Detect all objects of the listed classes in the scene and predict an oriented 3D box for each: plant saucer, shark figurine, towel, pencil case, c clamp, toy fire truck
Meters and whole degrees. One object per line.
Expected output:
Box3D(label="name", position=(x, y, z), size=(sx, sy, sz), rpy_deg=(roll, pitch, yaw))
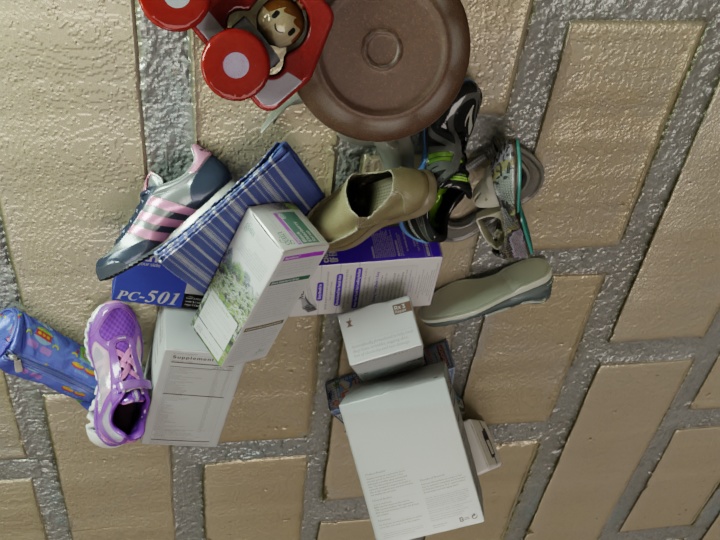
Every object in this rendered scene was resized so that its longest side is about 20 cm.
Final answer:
Box3D(label="plant saucer", position=(0.021, -0.233, 0.899), size=(0.199, 0.037, 0.201), rpy_deg=(-1, 107, -4))
Box3D(label="shark figurine", position=(0.001, -0.165, 0.978), size=(0.214, 0.090, 0.128), rpy_deg=(23, 120, -29))
Box3D(label="towel", position=(-0.139, -0.057, 1.024), size=(0.200, 0.024, 0.145), rpy_deg=(-41, 154, 0))
Box3D(label="pencil case", position=(-0.411, 0.127, 1.153), size=(0.078, 0.087, 0.200), rpy_deg=(-47, 128, 7))
Box3D(label="c clamp", position=(0.133, -0.106, 1.101), size=(0.199, 0.027, 0.171), rpy_deg=(-29, 131, 14))
Box3D(label="toy fire truck", position=(-0.110, -0.267, 0.829), size=(0.168, 0.112, 0.200), rpy_deg=(-41, 108, 4))

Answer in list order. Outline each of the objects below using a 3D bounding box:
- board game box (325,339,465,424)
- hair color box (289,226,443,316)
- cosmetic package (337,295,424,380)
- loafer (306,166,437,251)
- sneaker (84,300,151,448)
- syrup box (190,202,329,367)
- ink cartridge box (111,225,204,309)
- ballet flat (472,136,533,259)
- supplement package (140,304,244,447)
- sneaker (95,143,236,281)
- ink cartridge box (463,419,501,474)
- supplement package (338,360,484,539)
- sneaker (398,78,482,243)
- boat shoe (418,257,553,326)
Box3D(label="board game box", position=(0.082, 0.202, 1.349), size=(0.199, 0.062, 0.200), rpy_deg=(-31, 131, 16))
Box3D(label="hair color box", position=(0.000, 0.000, 1.133), size=(0.199, 0.065, 0.110), rpy_deg=(-5, 143, -11))
Box3D(label="cosmetic package", position=(0.032, 0.098, 1.174), size=(0.101, 0.074, 0.200), rpy_deg=(-16, 167, 2))
Box3D(label="loafer", position=(-0.002, -0.080, 1.016), size=(0.200, 0.076, 0.067), rpy_deg=(-23, 149, 37))
Box3D(label="sneaker", position=(-0.314, 0.141, 1.130), size=(0.080, 0.088, 0.201), rpy_deg=(-2, 93, -36))
Box3D(label="syrup box", position=(-0.125, 0.019, 1.043), size=(0.081, 0.079, 0.200), rpy_deg=(-9, 140, -48))
Box3D(label="ink cartridge box", position=(-0.215, 0.003, 1.111), size=(0.199, 0.044, 0.094), rpy_deg=(8, 128, -19))
Box3D(label="ballet flat", position=(0.177, -0.082, 1.079), size=(0.072, 0.072, 0.201), rpy_deg=(-17, 138, 3))
Box3D(label="supplement package", position=(-0.234, 0.139, 1.186), size=(0.113, 0.110, 0.200), rpy_deg=(7, 130, -20))
Box3D(label="sneaker", position=(-0.242, -0.069, 1.010), size=(0.200, 0.070, 0.082), rpy_deg=(-37, 99, -3))
Box3D(label="ink cartridge box", position=(0.140, 0.305, 1.383), size=(0.144, 0.085, 0.200), rpy_deg=(-24, 164, 9))
Box3D(label="supplement package", position=(0.076, 0.252, 1.205), size=(0.151, 0.151, 0.201), rpy_deg=(-15, 91, 7))
Box3D(label="sneaker", position=(0.108, -0.125, 1.013), size=(0.071, 0.083, 0.201), rpy_deg=(5, 108, -42))
Box3D(label="boat shoe", position=(0.182, 0.046, 1.222), size=(0.199, 0.073, 0.062), rpy_deg=(-21, 129, 0))
